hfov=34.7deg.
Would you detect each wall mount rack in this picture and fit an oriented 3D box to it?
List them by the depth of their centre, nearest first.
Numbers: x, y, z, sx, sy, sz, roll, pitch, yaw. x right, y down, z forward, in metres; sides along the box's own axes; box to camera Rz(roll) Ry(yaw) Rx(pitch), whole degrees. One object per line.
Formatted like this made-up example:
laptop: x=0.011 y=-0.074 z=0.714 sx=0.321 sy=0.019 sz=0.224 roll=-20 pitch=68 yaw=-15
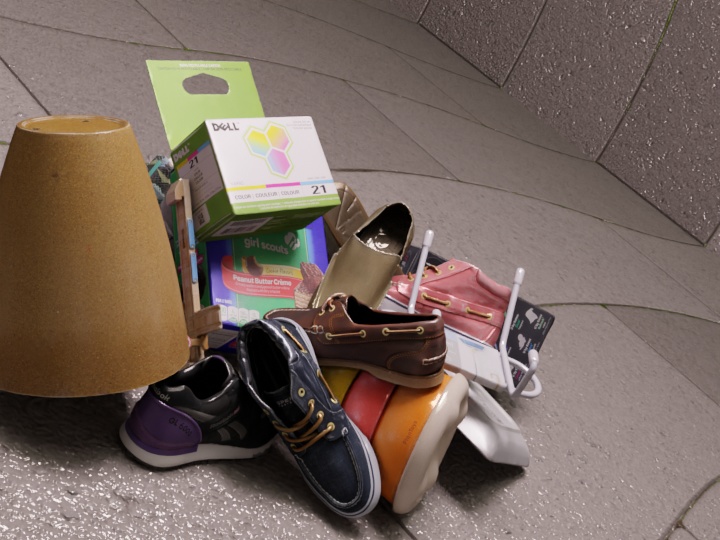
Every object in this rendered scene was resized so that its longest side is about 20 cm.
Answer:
wall mount rack: x=0.114 y=0.049 z=1.207 sx=0.197 sy=0.075 sz=0.175 roll=23 pitch=28 yaw=-13

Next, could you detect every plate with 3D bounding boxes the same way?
plate: x=0.109 y=0.136 z=1.294 sx=0.200 sy=0.032 sz=0.199 roll=47 pitch=7 yaw=22

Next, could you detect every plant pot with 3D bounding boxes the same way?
plant pot: x=-0.235 y=-0.023 z=0.965 sx=0.183 sy=0.204 sz=0.187 roll=3 pitch=16 yaw=-1

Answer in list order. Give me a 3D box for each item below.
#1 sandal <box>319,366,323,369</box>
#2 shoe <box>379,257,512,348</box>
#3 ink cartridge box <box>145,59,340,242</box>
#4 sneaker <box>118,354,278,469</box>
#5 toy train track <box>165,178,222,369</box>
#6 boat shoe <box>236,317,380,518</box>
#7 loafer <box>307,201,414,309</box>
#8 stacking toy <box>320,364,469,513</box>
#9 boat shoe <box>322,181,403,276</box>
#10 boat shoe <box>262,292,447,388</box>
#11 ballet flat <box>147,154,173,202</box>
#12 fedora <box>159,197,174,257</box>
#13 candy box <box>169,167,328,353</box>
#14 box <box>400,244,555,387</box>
sandal: x=-0.020 y=0.118 z=1.216 sx=0.197 sy=0.076 sz=0.045 roll=21 pitch=20 yaw=-18
shoe: x=0.072 y=0.022 z=1.296 sx=0.198 sy=0.092 sz=0.071 roll=25 pitch=-4 yaw=-2
ink cartridge box: x=-0.124 y=-0.142 z=1.195 sx=0.146 sy=0.075 sz=0.203 roll=-9 pitch=76 yaw=-44
sneaker: x=-0.122 y=0.120 z=1.044 sx=0.076 sy=0.088 sz=0.199 roll=40 pitch=22 yaw=24
toy train track: x=-0.177 y=0.012 z=1.124 sx=0.032 sy=0.114 sz=0.204 roll=0 pitch=79 yaw=-32
boat shoe: x=-0.053 y=0.135 z=1.041 sx=0.202 sy=0.070 sz=0.091 roll=61 pitch=11 yaw=10
loafer: x=0.000 y=0.000 z=1.221 sx=0.075 sy=0.068 sz=0.202 roll=24 pitch=57 yaw=5
stacking toy: x=-0.003 y=0.132 z=1.133 sx=0.198 sy=0.148 sz=0.146 roll=27 pitch=19 yaw=12
boat shoe: x=-0.005 y=-0.008 z=1.362 sx=0.073 sy=0.066 sz=0.203 roll=-28 pitch=99 yaw=-29
boat shoe: x=-0.008 y=0.056 z=1.108 sx=0.197 sy=0.071 sz=0.070 roll=8 pitch=27 yaw=22
ballet flat: x=-0.205 y=-0.121 z=1.508 sx=0.074 sy=0.075 sz=0.199 roll=39 pitch=22 yaw=22
fedora: x=-0.175 y=-0.057 z=1.368 sx=0.175 sy=0.091 sz=0.201 roll=16 pitch=25 yaw=-35
candy box: x=-0.117 y=-0.015 z=1.248 sx=0.167 sy=0.077 sz=0.203 roll=12 pitch=60 yaw=-40
box: x=0.128 y=0.056 z=1.468 sx=0.198 sy=0.107 sz=0.122 roll=26 pitch=-1 yaw=-11
